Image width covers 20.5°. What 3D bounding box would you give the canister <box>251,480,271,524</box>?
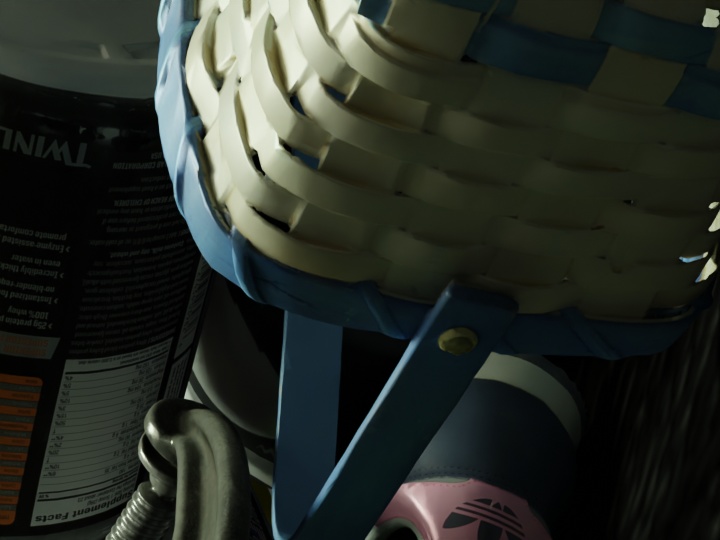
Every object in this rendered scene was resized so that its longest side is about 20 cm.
[{"bbox_3d":[-0.120,0.076,1.031,0.200,0.086,0.149,18,102,44],"label":"canister"}]

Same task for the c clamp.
[{"bbox_3d":[-0.079,0.109,0.540,0.200,0.027,0.171,-55,16,28],"label":"c clamp"}]

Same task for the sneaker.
[{"bbox_3d":[0.003,0.113,0.565,0.082,0.070,0.200,-72,1,-52],"label":"sneaker"}]

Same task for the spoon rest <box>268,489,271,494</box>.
[{"bbox_3d":[-0.038,0.051,0.912,0.061,0.099,0.200,100,155,-58],"label":"spoon rest"}]

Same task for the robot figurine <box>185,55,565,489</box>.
[{"bbox_3d":[-0.001,0.002,0.683,0.200,0.125,0.150,116,176,-59],"label":"robot figurine"}]

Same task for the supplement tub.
[{"bbox_3d":[-0.107,0.002,0.609,0.123,0.122,0.200,-80,7,-59],"label":"supplement tub"}]

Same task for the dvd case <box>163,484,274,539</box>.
[{"bbox_3d":[-0.072,0.139,0.576,0.150,0.025,0.200,-55,15,4],"label":"dvd case"}]

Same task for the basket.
[{"bbox_3d":[0.018,-0.044,0.474,0.200,0.139,0.177,128,148,-51],"label":"basket"}]
